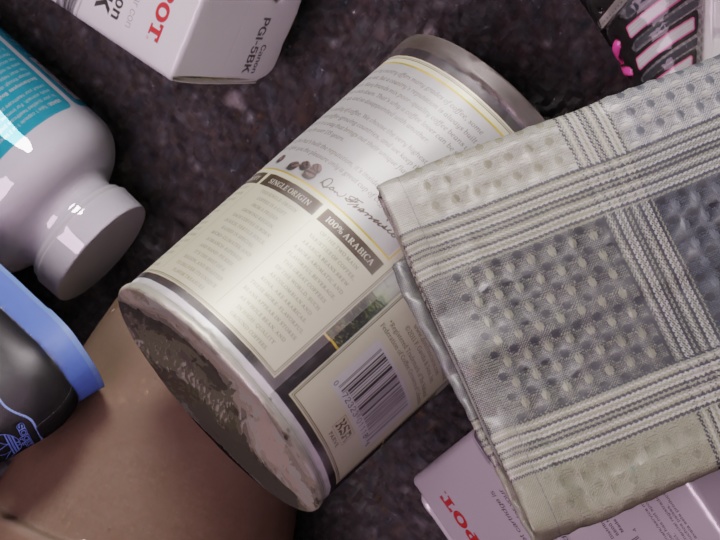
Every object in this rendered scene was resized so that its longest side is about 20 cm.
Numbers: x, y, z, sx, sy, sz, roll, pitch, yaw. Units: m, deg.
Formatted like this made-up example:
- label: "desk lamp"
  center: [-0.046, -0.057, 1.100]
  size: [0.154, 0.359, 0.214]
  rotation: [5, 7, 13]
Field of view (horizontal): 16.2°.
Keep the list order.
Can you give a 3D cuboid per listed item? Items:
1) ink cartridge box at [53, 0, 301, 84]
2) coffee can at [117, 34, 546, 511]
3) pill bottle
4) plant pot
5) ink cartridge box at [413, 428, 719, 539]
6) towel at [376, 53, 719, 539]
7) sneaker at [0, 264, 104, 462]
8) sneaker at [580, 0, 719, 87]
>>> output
- label: "ink cartridge box"
  center: [-0.118, -0.208, 1.345]
  size: [0.200, 0.083, 0.147]
  rotation: [34, 111, 28]
- label: "coffee can"
  center: [0.000, 0.000, 1.264]
  size: [0.200, 0.146, 0.146]
  rotation: [-41, 79, -17]
- label: "pill bottle"
  center: [-0.214, -0.074, 1.417]
  size: [0.200, 0.111, 0.111]
  rotation: [42, 113, 12]
- label: "plant pot"
  center: [-0.105, 0.112, 1.378]
  size: [0.200, 0.200, 0.175]
  rotation: [20, 88, 20]
- label: "ink cartridge box"
  center: [0.134, 0.113, 1.265]
  size: [0.146, 0.084, 0.200]
  rotation: [55, 146, 6]
- label: "towel"
  center: [0.126, 0.010, 1.169]
  size: [0.199, 0.035, 0.193]
  rotation: [-20, 71, -10]
- label: "sneaker"
  center: [-0.222, 0.027, 1.340]
  size: [0.200, 0.078, 0.070]
  rotation: [36, 157, 38]
- label: "sneaker"
  center: [0.152, -0.112, 1.270]
  size: [0.087, 0.074, 0.201]
  rotation: [10, 99, 22]
